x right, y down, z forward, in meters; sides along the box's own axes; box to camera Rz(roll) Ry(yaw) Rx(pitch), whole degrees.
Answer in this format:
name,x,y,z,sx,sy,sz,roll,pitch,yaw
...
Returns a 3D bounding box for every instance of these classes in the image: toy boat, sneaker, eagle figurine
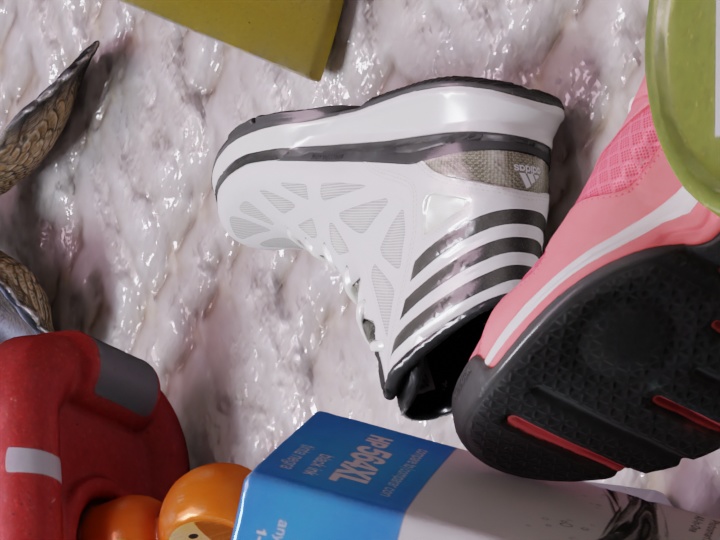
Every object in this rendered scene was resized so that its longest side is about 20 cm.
name,x,y,z,sx,sy,sz,roll,pitch,yaw
toy boat,-0.091,0.117,1.217,0.131,0.131,0.200,-17,64,28
sneaker,0.000,0.000,1.098,0.200,0.076,0.115,-13,69,57
sneaker,0.099,-0.024,0.812,0.200,0.074,0.087,-49,27,20
eagle figurine,-0.198,-0.025,1.453,0.200,0.151,0.152,-1,125,33

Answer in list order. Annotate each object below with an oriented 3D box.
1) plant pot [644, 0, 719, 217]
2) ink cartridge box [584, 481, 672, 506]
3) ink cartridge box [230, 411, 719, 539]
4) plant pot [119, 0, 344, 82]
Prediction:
name,x,y,z,sx,sy,sz,roll,pitch,yaw
plant pot,0.172,-0.046,0.661,0.187,0.200,0.187,-26,60,57
ink cartridge box,0.057,0.181,0.952,0.116,0.068,0.200,56,131,52
ink cartridge box,0.057,0.140,0.819,0.084,0.200,0.146,-31,-46,-75
plant pot,-0.100,-0.214,1.236,0.200,0.200,0.176,34,101,59
